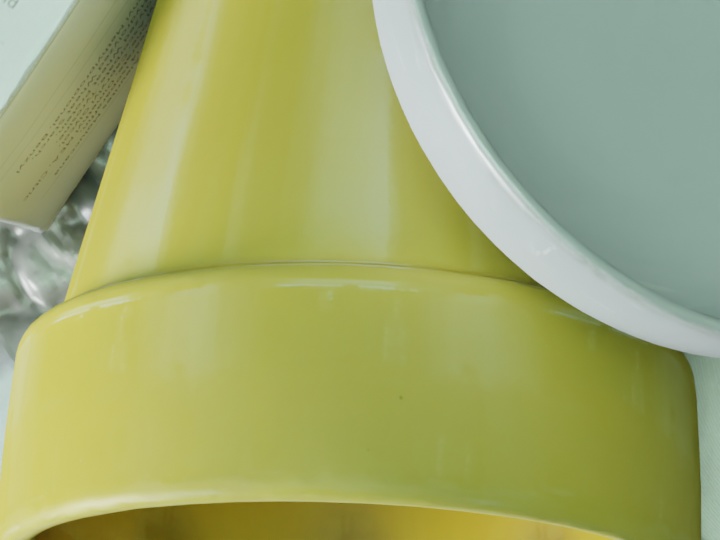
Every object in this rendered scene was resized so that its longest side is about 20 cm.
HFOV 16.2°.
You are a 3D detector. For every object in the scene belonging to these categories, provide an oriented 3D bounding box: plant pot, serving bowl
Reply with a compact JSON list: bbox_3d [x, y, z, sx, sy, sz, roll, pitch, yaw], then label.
[{"bbox_3d":[0.000,0.000,0.751,0.201,0.201,0.189,0,72,8],"label":"plant pot"},{"bbox_3d":[0.086,-0.065,0.679,0.200,0.066,0.200,9,66,-22],"label":"serving bowl"}]

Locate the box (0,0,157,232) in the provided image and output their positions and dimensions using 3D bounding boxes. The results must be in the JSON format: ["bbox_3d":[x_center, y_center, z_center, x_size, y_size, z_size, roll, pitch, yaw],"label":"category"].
[{"bbox_3d":[-0.138,-0.148,0.801,0.199,0.131,0.200,34,92,8],"label":"box"}]

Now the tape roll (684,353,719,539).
[{"bbox_3d":[0.180,0.019,0.795,0.203,0.037,0.203,-1,86,7],"label":"tape roll"}]
